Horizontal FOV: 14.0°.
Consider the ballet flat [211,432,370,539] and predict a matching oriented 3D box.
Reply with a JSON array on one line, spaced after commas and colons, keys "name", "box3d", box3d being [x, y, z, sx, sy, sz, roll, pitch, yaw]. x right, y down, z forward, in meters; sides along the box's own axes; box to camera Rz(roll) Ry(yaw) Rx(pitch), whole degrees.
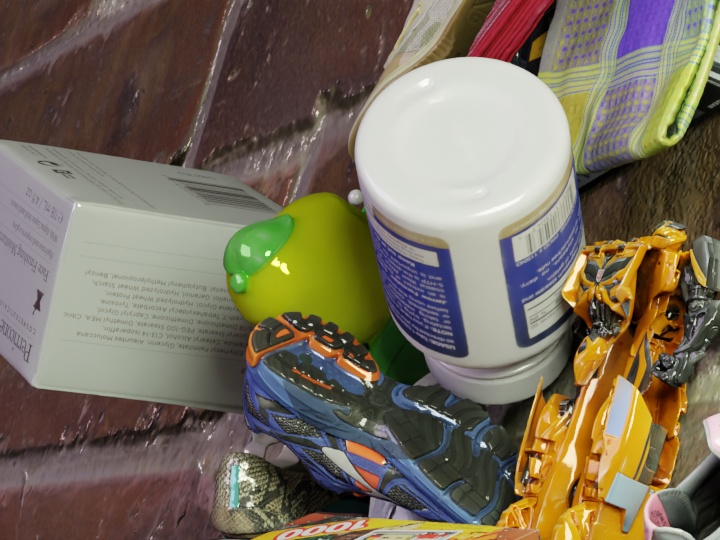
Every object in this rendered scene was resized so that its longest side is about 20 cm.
[{"name": "ballet flat", "box3d": [-0.037, 0.126, 1.855, 0.200, 0.068, 0.076, -4, -87, -68]}]

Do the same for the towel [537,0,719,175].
[{"name": "towel", "box3d": [0.148, -0.123, 1.646, 0.200, 0.023, 0.144, -4, 67, 69]}]

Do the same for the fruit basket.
[{"name": "fruit basket", "box3d": [0.000, 0.000, 1.812, 0.216, 0.215, 0.156, -61, 22, 24]}]

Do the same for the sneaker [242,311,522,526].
[{"name": "sneaker", "box3d": [0.015, 0.103, 1.714, 0.075, 0.200, 0.079, -45, -14, -44]}]

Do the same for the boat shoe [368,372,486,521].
[{"name": "boat shoe", "box3d": [0.039, 0.161, 1.764, 0.071, 0.070, 0.201, 32, 106, 61]}]

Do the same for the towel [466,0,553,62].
[{"name": "towel", "box3d": [0.121, -0.199, 1.750, 0.145, 0.022, 0.200, -51, 8, 49]}]

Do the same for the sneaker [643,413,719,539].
[{"name": "sneaker", "box3d": [0.162, 0.141, 1.421, 0.070, 0.082, 0.200, -100, 30, -53]}]

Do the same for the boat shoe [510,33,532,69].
[{"name": "boat shoe", "box3d": [0.072, -0.086, 1.909, 0.200, 0.062, 0.075, -56, 25, 36]}]

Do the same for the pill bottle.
[{"name": "pill bottle", "box3d": [0.068, -0.015, 1.664, 0.200, 0.119, 0.120, 77, -166, -53]}]

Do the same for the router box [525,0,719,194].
[{"name": "router box", "box3d": [0.165, -0.148, 1.736, 0.200, 0.052, 0.158, -32, 42, 60]}]

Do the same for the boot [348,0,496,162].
[{"name": "boot", "box3d": [0.055, -0.174, 2.024, 0.200, 0.072, 0.155, -53, 26, 27]}]

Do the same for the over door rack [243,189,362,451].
[{"name": "over door rack", "box3d": [-0.044, 0.052, 2.072, 0.148, 0.066, 0.200, -35, 39, 59]}]

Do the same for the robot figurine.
[{"name": "robot figurine", "box3d": [0.137, 0.065, 1.597, 0.145, 0.058, 0.200, -7, 65, 67]}]

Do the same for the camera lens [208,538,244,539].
[{"name": "camera lens", "box3d": [-0.078, 0.272, 1.735, 0.160, 0.160, 0.200, -55, 49, 35]}]

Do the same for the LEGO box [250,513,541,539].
[{"name": "LEGO box", "box3d": [-0.012, 0.193, 1.581, 0.200, 0.149, 0.077, -2, 104, 51]}]

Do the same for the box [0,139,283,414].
[{"name": "box", "box3d": [-0.150, 0.005, 2.012, 0.199, 0.200, 0.131, 31, 111, 62]}]
